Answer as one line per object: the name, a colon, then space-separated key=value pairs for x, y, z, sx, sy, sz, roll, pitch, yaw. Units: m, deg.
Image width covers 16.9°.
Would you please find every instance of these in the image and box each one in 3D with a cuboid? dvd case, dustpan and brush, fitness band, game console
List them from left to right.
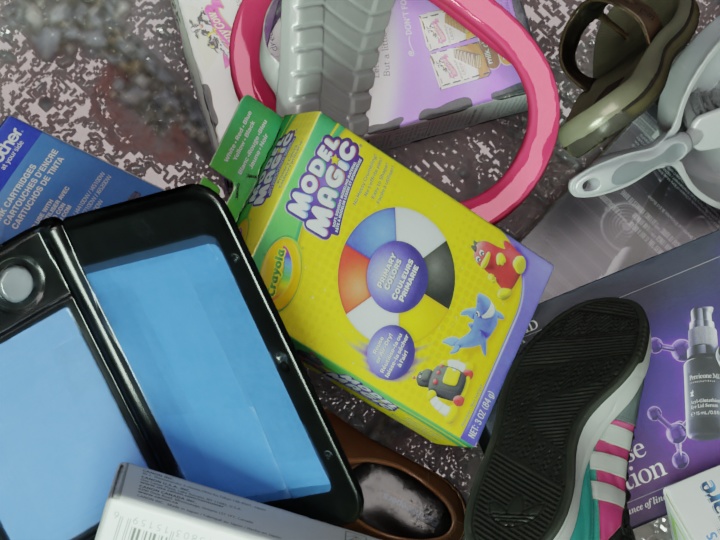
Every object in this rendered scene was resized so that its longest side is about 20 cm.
game console: x=-0.126 y=0.077 z=1.250 sx=0.175 sy=0.116 sz=0.201 roll=-30 pitch=107 yaw=-19
fitness band: x=0.019 y=-0.106 z=1.389 sx=0.199 sy=0.037 sz=0.144 roll=36 pitch=87 yaw=1
dvd case: x=0.160 y=0.021 z=1.455 sx=0.149 sy=0.016 sz=0.200 roll=43 pitch=83 yaw=3
dustpan and brush: x=0.198 y=-0.082 z=1.396 sx=0.199 sy=0.057 sz=0.140 roll=-17 pitch=119 yaw=-18

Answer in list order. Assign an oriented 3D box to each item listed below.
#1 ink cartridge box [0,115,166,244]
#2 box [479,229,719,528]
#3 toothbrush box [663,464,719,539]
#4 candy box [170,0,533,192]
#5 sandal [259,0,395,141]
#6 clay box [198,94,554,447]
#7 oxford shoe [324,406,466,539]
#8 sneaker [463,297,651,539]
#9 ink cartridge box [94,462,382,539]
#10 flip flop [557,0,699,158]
ink cartridge box: x=-0.156 y=-0.001 z=1.372 sx=0.199 sy=0.137 sz=0.077 roll=27 pitch=63 yaw=13
box: x=0.166 y=0.070 z=1.404 sx=0.199 sy=0.079 sz=0.142 roll=-22 pitch=82 yaw=-4
toothbrush box: x=0.285 y=0.158 z=1.368 sx=0.199 sy=0.146 sz=0.086 roll=-24 pitch=45 yaw=-5
candy box: x=-0.009 y=-0.155 z=1.445 sx=0.199 sy=0.072 sz=0.169 roll=-15 pitch=84 yaw=-4
sandal: x=-0.027 y=-0.126 z=1.343 sx=0.050 sy=0.082 sz=0.204 roll=8 pitch=88 yaw=42
clay box: x=0.000 y=0.000 z=1.303 sx=0.199 sy=0.048 sz=0.115 roll=32 pitch=75 yaw=-27
oxford shoe: x=-0.029 y=0.110 z=1.411 sx=0.199 sy=0.071 sz=0.072 roll=20 pitch=84 yaw=3
sneaker: x=0.122 y=0.120 z=1.320 sx=0.083 sy=0.121 sz=0.201 roll=4 pitch=45 yaw=28
ink cartridge box: x=-0.056 y=0.210 z=1.264 sx=0.199 sy=0.044 sz=0.174 roll=17 pitch=112 yaw=-5
flip flop: x=0.142 y=-0.126 z=1.388 sx=0.058 sy=0.200 sz=0.081 roll=45 pitch=120 yaw=-7
